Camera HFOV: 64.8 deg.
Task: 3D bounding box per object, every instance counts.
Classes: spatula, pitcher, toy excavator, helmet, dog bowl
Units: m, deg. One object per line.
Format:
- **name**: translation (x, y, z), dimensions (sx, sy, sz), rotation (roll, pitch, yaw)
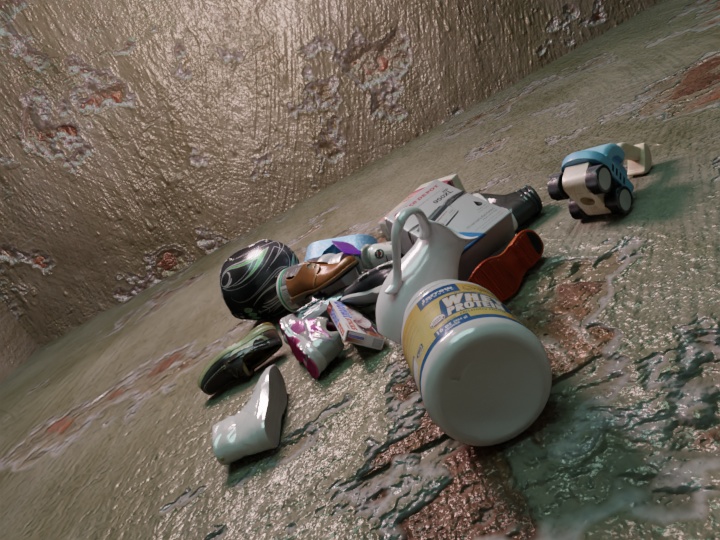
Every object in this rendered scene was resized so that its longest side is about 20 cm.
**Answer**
- **spatula**: translation (0.000, 0.000, 1.214), dimensions (0.056, 0.201, 0.021), rotation (2, -45, -39)
- **pitcher**: translation (0.084, 0.013, 0.874), dimensions (0.121, 0.171, 0.202), rotation (24, 92, 48)
- **toy excavator**: translation (0.450, -0.183, 1.021), dimensions (0.100, 0.194, 0.202), rotation (-4, 58, 56)
- **helmet**: translation (-0.243, 0.024, 1.450), dimensions (0.189, 0.201, 0.200), rotation (-22, 18, 14)
- **dog bowl**: translation (-0.044, -0.040, 1.390), dimensions (0.198, 0.112, 0.050), rotation (-10, 66, 14)

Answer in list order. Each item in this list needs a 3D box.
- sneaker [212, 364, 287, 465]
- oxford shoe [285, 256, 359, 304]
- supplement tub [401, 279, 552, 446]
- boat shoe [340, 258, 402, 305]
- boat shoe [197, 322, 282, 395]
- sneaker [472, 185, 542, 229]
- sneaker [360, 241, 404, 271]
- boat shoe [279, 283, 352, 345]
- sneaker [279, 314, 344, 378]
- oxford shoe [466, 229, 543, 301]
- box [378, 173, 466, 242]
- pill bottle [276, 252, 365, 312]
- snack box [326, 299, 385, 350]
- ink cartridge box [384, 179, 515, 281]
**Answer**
- **sneaker**: translation (-0.188, 0.235, 0.940), dimensions (0.115, 0.074, 0.200), rotation (-24, 18, 9)
- **oxford shoe**: translation (-0.089, 0.007, 1.206), dimensions (0.199, 0.072, 0.071), rotation (-26, 1, 32)
- **supplement tub**: translation (0.127, 0.097, 0.686), dimensions (0.144, 0.146, 0.200), rotation (-29, 17, 2)
- **boat shoe**: translation (0.029, 0.026, 1.093), dimensions (0.075, 0.061, 0.199), rotation (12, -19, -36)
- **boat shoe**: translation (-0.249, 0.191, 1.177), dimensions (0.200, 0.073, 0.065), rotation (-42, 53, -3)
- **sneaker**: translation (0.316, -0.142, 1.217), dimensions (0.099, 0.071, 0.200), rotation (-29, 22, -5)
- **sneaker**: translation (0.071, -0.028, 1.240), dimensions (0.088, 0.075, 0.200), rotation (-10, 0, 17)
- **boat shoe**: translation (-0.086, 0.080, 1.206), dimensions (0.199, 0.070, 0.066), rotation (-36, 58, -1)
- **sneaker**: translation (-0.089, 0.129, 1.079), dimensions (0.088, 0.082, 0.200), rotation (-30, 28, -16)
- **oxford shoe**: translation (0.228, 0.008, 0.947), dimensions (0.199, 0.071, 0.073), rotation (-35, -3, -30)
- **box**: translation (0.160, -0.128, 1.359), dimensions (0.127, 0.110, 0.200), rotation (-11, 25, 48)
- **pill bottle**: translation (-0.092, 0.026, 1.323), dimensions (0.199, 0.114, 0.113), rotation (-16, 21, 36)
- **snack box**: translation (-0.013, 0.098, 1.060), dimensions (0.200, 0.071, 0.025), rotation (-135, 61, -73)
- **ink cartridge box**: translation (0.163, -0.073, 1.053), dimensions (0.144, 0.085, 0.200), rotation (-37, 42, -17)
